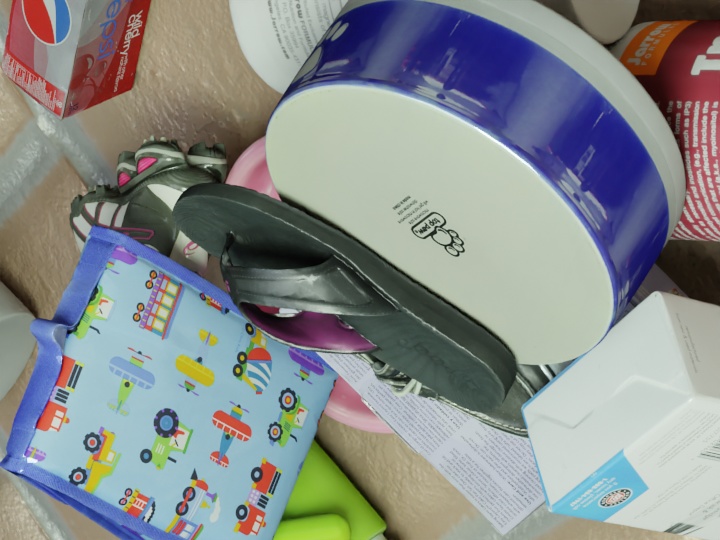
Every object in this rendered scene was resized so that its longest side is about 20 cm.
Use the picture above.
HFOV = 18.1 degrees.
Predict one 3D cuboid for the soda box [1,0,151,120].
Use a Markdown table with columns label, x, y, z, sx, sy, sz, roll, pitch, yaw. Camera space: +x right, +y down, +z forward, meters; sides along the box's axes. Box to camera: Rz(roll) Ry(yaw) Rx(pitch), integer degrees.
| label | x | y | z | sx | sy | sz | roll | pitch | yaw |
| --- | --- | --- | --- | --- | --- | --- | --- | --- | --- |
| soda box | -0.169 | -0.199 | 1.418 | 0.063 | 0.070 | 0.201 | 36 | 131 | 22 |

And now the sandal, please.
| label | x | y | z | sx | sy | sz | roll | pitch | yaw |
| --- | --- | --- | --- | --- | --- | --- | --- | --- | --- |
| sandal | -0.015 | 0.018 | 1.150 | 0.200 | 0.048 | 0.075 | 30 | 151 | 9 |

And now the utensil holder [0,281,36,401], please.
| label | x | y | z | sx | sy | sz | roll | pitch | yaw |
| --- | --- | --- | --- | --- | --- | --- | --- | --- | --- |
| utensil holder | -0.356 | 0.025 | 1.638 | 0.200 | 0.170 | 0.170 | 41 | 133 | 14 |

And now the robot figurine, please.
| label | x | y | z | sx | sy | sz | roll | pitch | yaw |
| --- | --- | --- | --- | --- | --- | --- | --- | --- | --- |
| robot figurine | -0.048 | 0.178 | 1.477 | 0.200 | 0.116 | 0.176 | 49 | 160 | 8 |

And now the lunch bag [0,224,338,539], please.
| label | x | y | z | sx | sy | sz | roll | pitch | yaw |
| --- | --- | --- | --- | --- | --- | --- | --- | --- | --- |
| lunch bag | -0.122 | 0.078 | 1.327 | 0.094 | 0.151 | 0.200 | 9 | 160 | 40 |

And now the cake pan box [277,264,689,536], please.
| label | x | y | z | sx | sy | sz | roll | pitch | yaw |
| --- | --- | --- | --- | --- | --- | --- | --- | --- | --- |
| cake pan box | 0.073 | 0.027 | 1.269 | 0.200 | 0.052 | 0.184 | 43 | 126 | 1 |

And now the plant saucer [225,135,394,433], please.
| label | x | y | z | sx | sy | sz | roll | pitch | yaw |
| --- | --- | --- | --- | --- | --- | --- | --- | --- | --- |
| plant saucer | 0.000 | 0.000 | 1.384 | 0.200 | 0.051 | 0.202 | 24 | 128 | 34 |

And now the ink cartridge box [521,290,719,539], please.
| label | x | y | z | sx | sy | sz | roll | pitch | yaw |
| --- | --- | --- | --- | --- | --- | --- | --- | --- | --- |
| ink cartridge box | 0.199 | 0.085 | 1.187 | 0.116 | 0.199 | 0.068 | -44 | 47 | 37 |

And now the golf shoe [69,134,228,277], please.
| label | x | y | z | sx | sy | sz | roll | pitch | yaw |
| --- | --- | --- | --- | --- | --- | --- | --- | --- | --- |
| golf shoe | -0.140 | -0.017 | 1.442 | 0.200 | 0.077 | 0.089 | 139 | 130 | -66 |

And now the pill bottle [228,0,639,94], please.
| label | x | y | z | sx | sy | sz | roll | pitch | yaw |
| --- | --- | --- | --- | --- | --- | --- | --- | --- | --- |
| pill bottle | 0.040 | -0.154 | 1.179 | 0.199 | 0.114 | 0.115 | -2 | 110 | 35 |

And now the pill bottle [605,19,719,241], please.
| label | x | y | z | sx | sy | sz | roll | pitch | yaw |
| --- | --- | --- | --- | --- | --- | --- | --- | --- | --- |
| pill bottle | 0.185 | -0.071 | 1.141 | 0.199 | 0.113 | 0.114 | 3 | 114 | 40 |

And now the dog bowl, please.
| label | x | y | z | sx | sy | sz | roll | pitch | yaw |
| --- | --- | --- | --- | --- | --- | --- | --- | --- | --- |
| dog bowl | 0.055 | -0.047 | 1.111 | 0.199 | 0.079 | 0.201 | 26 | 151 | 16 |

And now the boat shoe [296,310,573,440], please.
| label | x | y | z | sx | sy | sz | roll | pitch | yaw |
| --- | --- | --- | --- | --- | --- | --- | --- | --- | --- |
| boat shoe | 0.027 | 0.038 | 1.223 | 0.199 | 0.071 | 0.072 | 32 | 126 | 7 |
